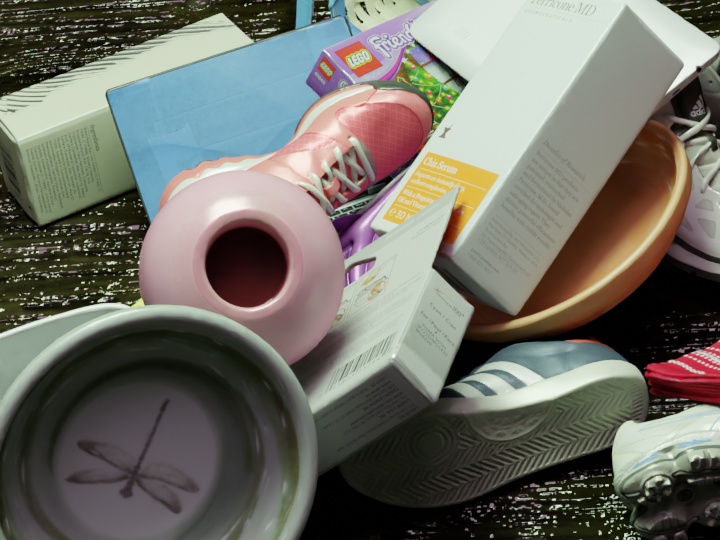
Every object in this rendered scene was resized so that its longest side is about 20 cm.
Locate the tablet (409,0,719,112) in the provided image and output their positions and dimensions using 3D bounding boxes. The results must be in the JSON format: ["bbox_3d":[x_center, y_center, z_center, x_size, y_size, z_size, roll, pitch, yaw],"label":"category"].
[{"bbox_3d":[0.138,-0.159,1.775,0.130,0.014,0.200,-40,51,-10],"label":"tablet"}]

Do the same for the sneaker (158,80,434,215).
[{"bbox_3d":[-0.035,-0.052,1.721,0.200,0.074,0.087,-28,34,3],"label":"sneaker"}]

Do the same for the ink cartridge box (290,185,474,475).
[{"bbox_3d":[-0.012,0.056,1.604,0.200,0.045,0.176,-34,21,36],"label":"ink cartridge box"}]

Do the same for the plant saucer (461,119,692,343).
[{"bbox_3d":[0.132,-0.021,1.702,0.200,0.037,0.200,-27,31,18],"label":"plant saucer"}]

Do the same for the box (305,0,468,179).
[{"bbox_3d":[0.075,-0.128,1.843,0.200,0.039,0.137,-28,69,-42],"label":"box"}]

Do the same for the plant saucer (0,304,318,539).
[{"bbox_3d":[-0.125,0.112,1.477,0.200,0.201,0.050,-20,21,-14],"label":"plant saucer"}]

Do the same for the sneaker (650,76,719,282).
[{"bbox_3d":[0.230,-0.066,1.737,0.200,0.116,0.076,23,30,35],"label":"sneaker"}]

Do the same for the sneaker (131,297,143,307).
[{"bbox_3d":[-0.174,0.073,1.684,0.090,0.078,0.200,10,42,27],"label":"sneaker"}]

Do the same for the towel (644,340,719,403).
[{"bbox_3d":[0.291,0.044,1.598,0.200,0.023,0.145,-20,15,-32],"label":"towel"}]

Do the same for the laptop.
[{"bbox_3d":[-0.053,-0.064,1.802,0.187,0.116,0.200,-19,33,-12],"label":"laptop"}]

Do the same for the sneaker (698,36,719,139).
[{"bbox_3d":[0.215,-0.134,1.817,0.200,0.092,0.076,13,42,-2],"label":"sneaker"}]

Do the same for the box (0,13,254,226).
[{"bbox_3d":[-0.170,-0.114,1.924,0.200,0.082,0.068,-22,38,-19],"label":"box"}]

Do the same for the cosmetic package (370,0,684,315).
[{"bbox_3d":[0.107,-0.080,1.665,0.200,0.071,0.101,-55,34,-9],"label":"cosmetic package"}]

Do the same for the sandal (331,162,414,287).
[{"bbox_3d":[-0.006,-0.003,1.713,0.082,0.050,0.203,31,76,32],"label":"sandal"}]

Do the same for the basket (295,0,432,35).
[{"bbox_3d":[0.025,-0.231,1.957,0.200,0.177,0.139,-24,42,-36],"label":"basket"}]

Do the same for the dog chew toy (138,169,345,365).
[{"bbox_3d":[-0.076,0.007,1.600,0.124,0.125,0.200,-15,-5,-7],"label":"dog chew toy"}]

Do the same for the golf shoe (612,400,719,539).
[{"bbox_3d":[0.248,0.097,1.569,0.199,0.078,0.097,-10,31,-3],"label":"golf shoe"}]

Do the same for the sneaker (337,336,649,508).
[{"bbox_3d":[0.076,0.089,1.622,0.200,0.075,0.085,-11,28,-10],"label":"sneaker"}]

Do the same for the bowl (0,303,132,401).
[{"bbox_3d":[-0.186,0.138,1.551,0.199,0.075,0.200,-22,76,-15],"label":"bowl"}]
